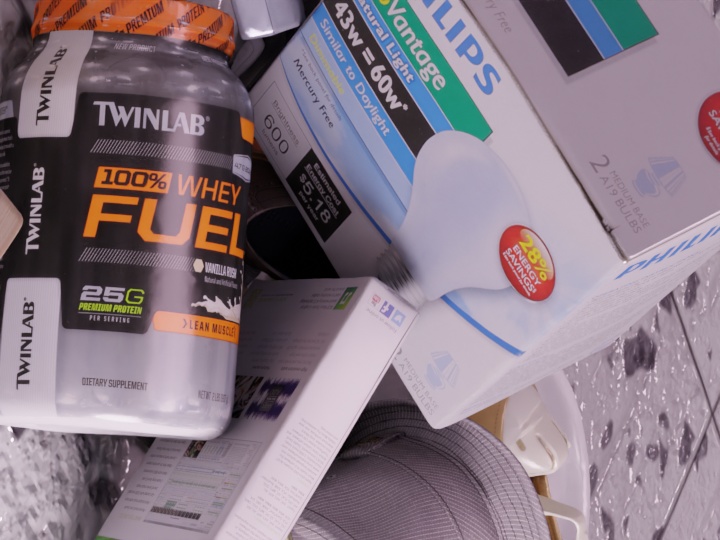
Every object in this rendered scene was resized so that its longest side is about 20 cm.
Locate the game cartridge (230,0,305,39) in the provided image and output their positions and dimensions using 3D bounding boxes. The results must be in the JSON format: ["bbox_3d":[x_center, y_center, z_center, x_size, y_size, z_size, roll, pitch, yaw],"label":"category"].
[{"bbox_3d":[-0.061,-0.195,1.430,0.200,0.040,0.134,-103,-178,-64],"label":"game cartridge"}]

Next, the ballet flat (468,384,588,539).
[{"bbox_3d":[0.093,0.119,1.588,0.069,0.063,0.201,-41,125,-53],"label":"ballet flat"}]

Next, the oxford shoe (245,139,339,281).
[{"bbox_3d":[0.000,0.000,1.483,0.199,0.073,0.071,22,106,-32],"label":"oxford shoe"}]

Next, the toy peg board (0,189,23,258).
[{"bbox_3d":[-0.259,0.031,1.039,0.098,0.199,0.200,52,45,-26],"label":"toy peg board"}]

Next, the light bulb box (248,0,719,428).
[{"bbox_3d":[0.071,-0.063,1.367,0.125,0.200,0.199,-25,78,-33],"label":"light bulb box"}]

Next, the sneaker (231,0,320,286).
[{"bbox_3d":[-0.017,-0.075,1.526,0.076,0.113,0.201,51,52,-47],"label":"sneaker"}]

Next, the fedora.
[{"bbox_3d":[0.002,0.158,1.471,0.090,0.200,0.178,-9,98,-37],"label":"fedora"}]

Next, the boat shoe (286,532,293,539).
[{"bbox_3d":[-0.085,0.203,1.403,0.065,0.073,0.201,62,45,-75],"label":"boat shoe"}]

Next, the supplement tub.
[{"bbox_3d":[-0.113,-0.024,1.353,0.122,0.122,0.201,12,81,-60],"label":"supplement tub"}]

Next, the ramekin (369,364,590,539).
[{"bbox_3d":[0.049,0.138,1.674,0.200,0.097,0.202,-2,92,-61],"label":"ramekin"}]

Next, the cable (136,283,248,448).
[{"bbox_3d":[-0.079,0.094,1.490,0.097,0.050,0.201,-38,123,-50],"label":"cable"}]

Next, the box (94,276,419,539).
[{"bbox_3d":[-0.062,0.094,1.380,0.036,0.144,0.200,38,75,-20],"label":"box"}]
